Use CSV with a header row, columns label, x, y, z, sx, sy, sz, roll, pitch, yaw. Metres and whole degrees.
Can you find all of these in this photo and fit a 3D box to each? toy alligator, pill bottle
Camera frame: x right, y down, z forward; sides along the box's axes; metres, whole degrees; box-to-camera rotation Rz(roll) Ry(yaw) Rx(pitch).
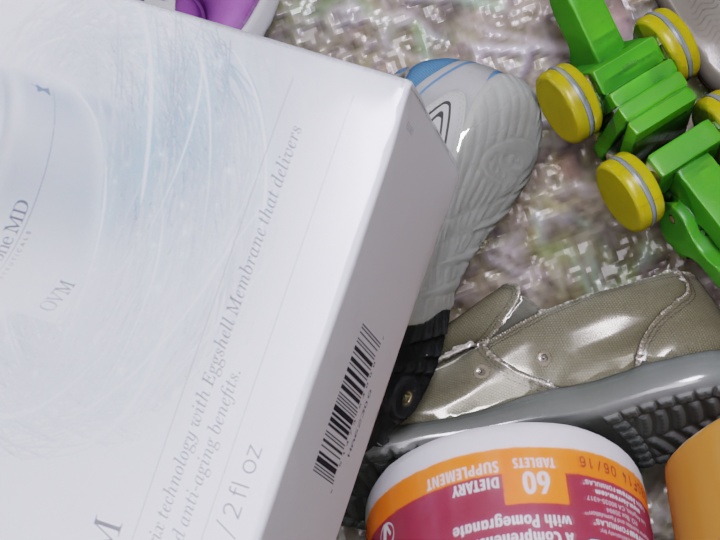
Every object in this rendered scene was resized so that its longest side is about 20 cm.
label,x,y,z,sx,sy,sz,roll,pitch,yaw
toy alligator,0.123,-0.032,1.045,0.059,0.054,0.201,-31,79,-16
pill bottle,0.063,0.166,0.989,0.109,0.110,0.201,-10,57,7

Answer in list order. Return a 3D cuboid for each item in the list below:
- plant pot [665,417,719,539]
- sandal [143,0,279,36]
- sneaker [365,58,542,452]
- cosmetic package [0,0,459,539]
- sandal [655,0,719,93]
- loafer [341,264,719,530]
label,x,y,z,sx,sy,sz,roll,pitch,yaw
plant pot,0.200,0.132,0.983,0.199,0.200,0.184,-22,72,6
sandal,-0.096,-0.082,1.025,0.082,0.050,0.203,15,50,33
sneaker,0.000,0.000,1.026,0.072,0.072,0.200,6,50,38
cosmetic package,-0.097,0.016,0.897,0.199,0.123,0.200,17,82,13
sandal,0.117,-0.148,1.050,0.081,0.055,0.201,-31,88,7
loafer,0.054,0.048,1.059,0.199,0.075,0.070,-12,57,8
